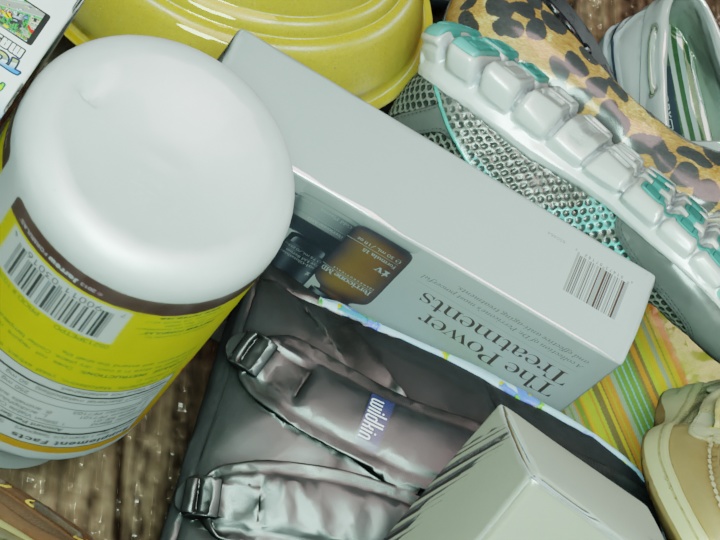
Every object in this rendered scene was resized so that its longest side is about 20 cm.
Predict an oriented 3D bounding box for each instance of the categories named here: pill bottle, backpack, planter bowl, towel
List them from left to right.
[{"bbox_3d":[-0.109,0.002,1.062,0.109,0.200,0.109,12,58,-21],"label":"pill bottle"},{"bbox_3d":[-0.048,-0.162,1.193,0.200,0.084,0.201,14,43,-14],"label":"planter bowl"},{"bbox_3d":[0.026,0.110,1.117,0.200,0.154,0.163,14,65,2],"label":"backpack"},{"bbox_3d":[0.168,0.038,1.255,0.200,0.018,0.086,-18,71,-11],"label":"towel"}]

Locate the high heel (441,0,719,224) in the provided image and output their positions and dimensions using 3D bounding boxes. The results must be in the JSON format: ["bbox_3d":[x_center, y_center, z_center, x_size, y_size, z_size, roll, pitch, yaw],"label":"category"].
[{"bbox_3d":[0.137,-0.081,1.250,0.200,0.071,0.143,-2,78,-10],"label":"high heel"}]

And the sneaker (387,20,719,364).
[{"bbox_3d":[0.087,-0.016,1.182,0.200,0.091,0.078,41,17,12],"label":"sneaker"}]

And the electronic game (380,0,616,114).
[{"bbox_3d":[0.036,-0.069,1.277,0.200,0.042,0.200,9,67,-21],"label":"electronic game"}]

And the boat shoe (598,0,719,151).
[{"bbox_3d":[0.161,-0.042,1.311,0.073,0.067,0.200,-7,67,-30],"label":"boat shoe"}]

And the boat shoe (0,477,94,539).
[{"bbox_3d":[-0.116,0.124,1.037,0.200,0.072,0.068,33,26,29],"label":"boat shoe"}]

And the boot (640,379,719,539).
[{"bbox_3d":[0.198,0.072,1.116,0.200,0.155,0.073,-54,124,-75],"label":"boot"}]

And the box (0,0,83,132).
[{"bbox_3d":[-0.165,-0.046,1.060,0.035,0.200,0.110,34,53,-7],"label":"box"}]

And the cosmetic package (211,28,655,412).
[{"bbox_3d":[0.000,0.000,1.150,0.200,0.151,0.052,30,60,-9],"label":"cosmetic package"}]

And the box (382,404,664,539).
[{"bbox_3d":[0.024,0.155,1.021,0.082,0.200,0.068,37,12,-19],"label":"box"}]

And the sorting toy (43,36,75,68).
[{"bbox_3d":[-0.142,-0.174,1.248,0.200,0.036,0.185,19,56,-17],"label":"sorting toy"}]
